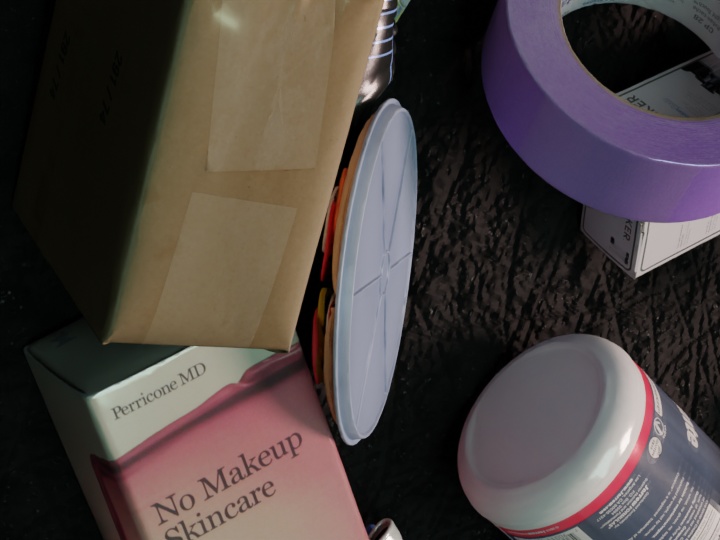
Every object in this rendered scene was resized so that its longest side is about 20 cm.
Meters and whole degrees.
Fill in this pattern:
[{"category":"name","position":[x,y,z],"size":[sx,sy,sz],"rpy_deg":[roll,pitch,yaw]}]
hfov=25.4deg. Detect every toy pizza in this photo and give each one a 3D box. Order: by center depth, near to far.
[{"category":"toy pizza","position":[0.000,0.000,0.928],"size":[0.031,0.200,0.202],"rpy_deg":[7,101,11]}]

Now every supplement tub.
[{"category":"supplement tub","position":[0.172,0.149,1.067],"size":[0.200,0.140,0.141],"rpy_deg":[42,80,-31]}]

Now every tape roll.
[{"category":"tape roll","position":[0.177,-0.131,0.974],"size":[0.199,0.066,0.201],"rpy_deg":[5,60,-9]}]

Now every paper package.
[{"category":"paper package","position":[-0.089,-0.084,0.810],"size":[0.103,0.191,0.201],"rpy_deg":[4,113,-29]}]

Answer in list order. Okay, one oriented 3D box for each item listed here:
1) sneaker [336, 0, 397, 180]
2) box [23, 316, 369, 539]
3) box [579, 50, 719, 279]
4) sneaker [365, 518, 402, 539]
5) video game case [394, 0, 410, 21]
[{"category":"sneaker","position":[-0.009,-0.146,0.909],"size":[0.078,0.070,0.201],"rpy_deg":[25,92,-40]},{"category":"box","position":[-0.088,0.113,0.922],"size":[0.127,0.109,0.201],"rpy_deg":[-28,115,-21]},{"category":"box","position":[0.246,-0.089,1.075],"size":[0.199,0.060,0.117],"rpy_deg":[-27,140,-23]},{"category":"sneaker","position":[0.047,0.228,1.046],"size":[0.199,0.081,0.147],"rpy_deg":[-10,111,-23]},{"category":"video game case","position":[-0.045,-0.210,0.921],"size":[0.200,0.023,0.183],"rpy_deg":[36,83,-31]}]
